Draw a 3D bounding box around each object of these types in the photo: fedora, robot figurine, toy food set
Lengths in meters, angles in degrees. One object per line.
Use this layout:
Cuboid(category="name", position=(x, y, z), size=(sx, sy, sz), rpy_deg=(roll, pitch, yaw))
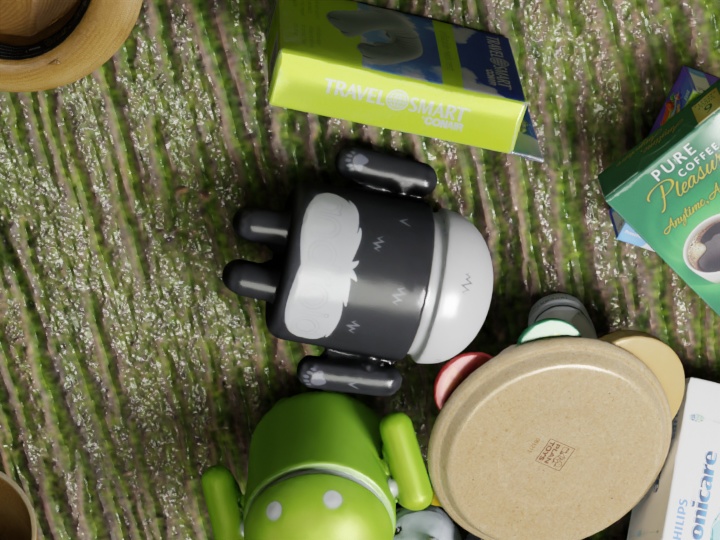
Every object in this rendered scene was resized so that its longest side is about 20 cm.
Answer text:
Cuboid(category="fedora", position=(-0.240, -0.222, 1.478), size=(0.200, 0.082, 0.201), rpy_deg=(0, 126, -1))
Cuboid(category="robot figurine", position=(0.000, 0.001, 1.599), size=(0.200, 0.125, 0.150), rpy_deg=(10, 130, -8))
Cuboid(category="robot figurine", position=(-0.031, 0.173, 1.651), size=(0.175, 0.200, 0.116), rpy_deg=(-15, 121, 10))
Cuboid(category="toy food set", position=(0.143, 0.127, 1.635), size=(0.198, 0.049, 0.200), rpy_deg=(9, 118, -17))

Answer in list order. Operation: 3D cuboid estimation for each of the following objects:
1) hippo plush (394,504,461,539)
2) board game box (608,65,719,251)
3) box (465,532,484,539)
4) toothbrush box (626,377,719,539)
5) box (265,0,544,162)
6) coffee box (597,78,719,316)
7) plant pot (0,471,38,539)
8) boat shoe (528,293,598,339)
Cuboid(category="hippo plush", position=(0.030, 0.276, 1.740), size=(0.200, 0.159, 0.161), rpy_deg=(6, 121, -5))
Cuboid(category="board game box", position=(0.309, -0.059, 1.619), size=(0.200, 0.045, 0.135), rpy_deg=(17, 118, -12))
Cuboid(category="box", position=(0.130, 0.308, 1.745), size=(0.049, 0.161, 0.200), rpy_deg=(7, 151, 41))
Cuboid(category="toothbrush box", position=(0.326, 0.180, 1.697), size=(0.200, 0.085, 0.147), rpy_deg=(14, 78, -12))
Cuboid(category="box", position=(0.034, -0.140, 1.514), size=(0.200, 0.122, 0.048), rpy_deg=(11, 118, -9))
Cuboid(category="coffee box", position=(0.284, -0.035, 1.580), size=(0.123, 0.044, 0.200), rpy_deg=(-40, 115, 19))
Cuboid(category="plant pot", position=(-0.333, 0.288, 1.734), size=(0.186, 0.187, 0.200), rpy_deg=(-8, 134, 2))
Cuboid(category="boat shoe", position=(0.178, 0.115, 1.703), size=(0.073, 0.067, 0.200), rpy_deg=(-22, 119, 10))
